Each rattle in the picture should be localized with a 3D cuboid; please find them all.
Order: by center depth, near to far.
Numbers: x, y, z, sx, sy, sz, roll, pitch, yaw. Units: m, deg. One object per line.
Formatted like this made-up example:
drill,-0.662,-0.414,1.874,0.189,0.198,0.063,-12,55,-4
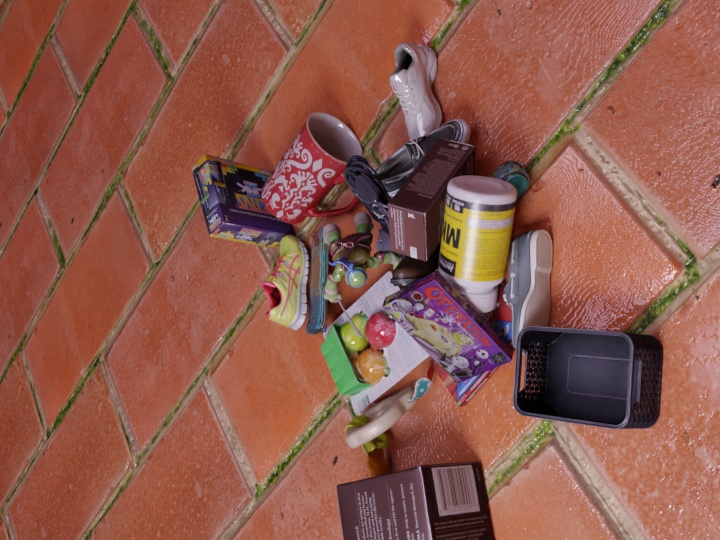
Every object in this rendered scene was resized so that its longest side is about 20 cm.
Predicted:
rattle,0.080,0.280,1.668,0.198,0.130,0.144,-32,78,4

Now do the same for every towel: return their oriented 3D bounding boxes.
towel,-0.084,0.022,1.845,0.147,0.021,0.203,152,120,-76

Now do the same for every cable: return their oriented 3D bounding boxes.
cable,0.034,-0.119,1.670,0.051,0.164,0.200,-38,45,-1

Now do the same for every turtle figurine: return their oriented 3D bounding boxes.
turtle figurine,0.000,0.000,1.706,0.144,0.199,0.195,-46,32,24

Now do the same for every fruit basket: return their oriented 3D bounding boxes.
fruit basket,0.028,0.134,1.732,0.199,0.093,0.187,-40,58,22

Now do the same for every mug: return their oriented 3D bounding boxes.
mug,-0.097,-0.180,1.863,0.200,0.132,0.179,-46,53,34

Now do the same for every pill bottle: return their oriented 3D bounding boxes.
pill bottle,0.185,-0.041,1.519,0.114,0.113,0.203,25,119,44

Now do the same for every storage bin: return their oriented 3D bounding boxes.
storage bin,0.336,0.157,1.404,0.198,0.093,0.138,1,85,44

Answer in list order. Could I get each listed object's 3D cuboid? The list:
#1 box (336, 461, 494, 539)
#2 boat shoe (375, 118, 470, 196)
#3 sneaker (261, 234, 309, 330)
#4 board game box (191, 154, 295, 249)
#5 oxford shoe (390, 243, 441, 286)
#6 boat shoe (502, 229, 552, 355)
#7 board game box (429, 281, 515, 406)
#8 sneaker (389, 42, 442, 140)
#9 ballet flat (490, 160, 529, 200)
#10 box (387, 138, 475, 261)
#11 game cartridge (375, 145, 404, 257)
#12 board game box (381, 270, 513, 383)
box,0.092,0.417,1.560,0.199,0.165,0.167,-24,69,41
boat shoe,0.105,-0.199,1.660,0.199,0.070,0.073,-39,54,27
sneaker,-0.156,0.016,1.901,0.078,0.089,0.203,-40,47,52
board game box,-0.240,-0.140,1.948,0.057,0.198,0.167,-37,61,33
oxford shoe,0.095,-0.027,1.587,0.072,0.200,0.086,-1,109,22
boat shoe,0.263,0.035,1.510,0.061,0.072,0.203,0,78,43
board game box,0.203,0.124,1.594,0.201,0.019,0.103,-53,50,26
sneaker,0.089,-0.320,1.714,0.077,0.099,0.203,-18,72,42
ballet flat,0.212,-0.105,1.596,0.200,0.074,0.075,-48,54,27
box,0.120,-0.119,1.558,0.074,0.201,0.101,16,135,22
game cartridge,0.101,-0.118,1.722,0.129,0.038,0.203,23,100,49
board game box,0.142,0.095,1.526,0.119,0.200,0.032,-31,24,34
